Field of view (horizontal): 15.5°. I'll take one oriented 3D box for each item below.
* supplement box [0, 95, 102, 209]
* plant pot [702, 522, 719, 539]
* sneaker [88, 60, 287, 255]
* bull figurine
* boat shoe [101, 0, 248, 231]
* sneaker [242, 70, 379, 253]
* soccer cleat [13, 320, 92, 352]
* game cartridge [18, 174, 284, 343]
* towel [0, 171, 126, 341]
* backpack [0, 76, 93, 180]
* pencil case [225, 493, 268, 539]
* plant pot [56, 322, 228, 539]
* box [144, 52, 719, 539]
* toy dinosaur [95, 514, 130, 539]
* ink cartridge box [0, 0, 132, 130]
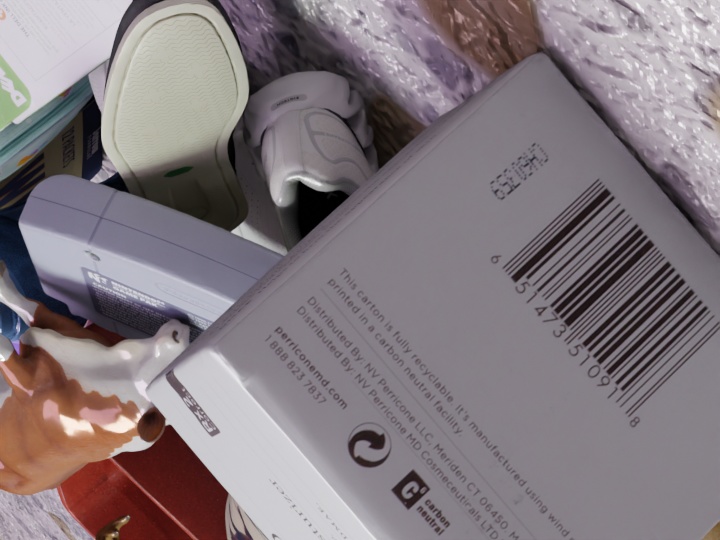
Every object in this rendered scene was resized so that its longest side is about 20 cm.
[{"bbox_3d":[-0.292,-0.091,1.611,0.200,0.200,0.134,44,162,9],"label":"supplement box"},{"bbox_3d":[0.126,0.159,1.307,0.200,0.027,0.201,26,125,45],"label":"plant pot"},{"bbox_3d":[-0.055,-0.061,1.372,0.200,0.075,0.088,49,146,-12],"label":"sneaker"},{"bbox_3d":[-0.158,0.058,1.332,0.121,0.065,0.200,45,143,-7],"label":"bull figurine"},{"bbox_3d":[-0.092,-0.083,1.255,0.200,0.072,0.068,92,163,-63],"label":"boat shoe"},{"bbox_3d":[0.000,0.000,1.299,0.200,0.075,0.081,59,-168,-34],"label":"sneaker"},{"bbox_3d":[-0.153,0.029,1.604,0.199,0.069,0.073,7,176,-29],"label":"soccer cleat"},{"bbox_3d":[-0.067,0.018,1.287,0.199,0.041,0.133,23,165,9],"label":"game cartridge"},{"bbox_3d":[-0.166,-0.010,1.524,0.111,0.200,0.049,25,118,38],"label":"towel"},{"bbox_3d":[-0.231,-0.119,1.448,0.153,0.176,0.200,52,163,-2],"label":"backpack"},{"bbox_3d":[-0.019,0.104,1.271,0.090,0.078,0.200,63,166,13],"label":"pencil case"},{"bbox_3d":[-0.052,0.102,1.499,0.200,0.176,0.200,41,161,21],"label":"plant pot"},{"bbox_3d":[0.053,0.052,1.123,0.199,0.200,0.131,49,161,-3],"label":"box"},{"bbox_3d":[-0.126,0.193,1.476,0.106,0.060,0.200,51,162,-14],"label":"toy dinosaur"},{"bbox_3d":[-0.161,-0.143,1.303,0.200,0.059,0.104,-30,102,42],"label":"ink cartridge box"}]
